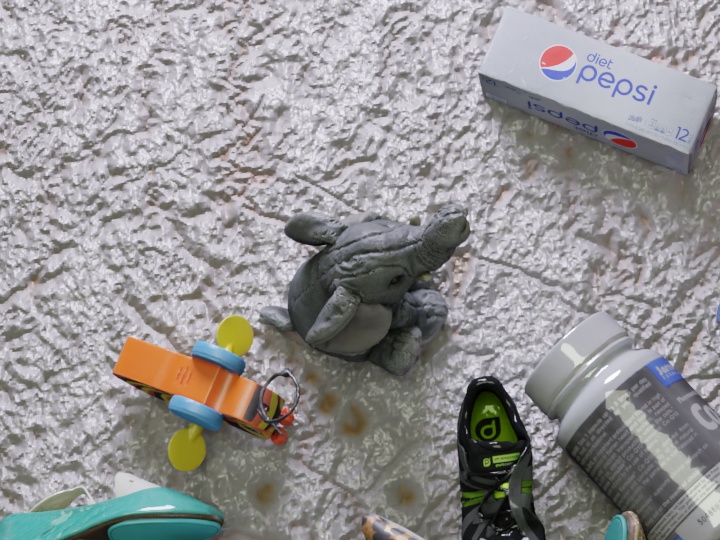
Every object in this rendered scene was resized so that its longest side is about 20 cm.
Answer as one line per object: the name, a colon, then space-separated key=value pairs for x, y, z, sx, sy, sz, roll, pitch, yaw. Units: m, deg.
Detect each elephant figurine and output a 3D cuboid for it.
elephant figurine: x=0.000 y=0.000 z=1.648 sx=0.141 sy=0.200 sz=0.155 roll=38 pitch=82 yaw=15

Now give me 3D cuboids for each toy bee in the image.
toy bee: x=-0.112 y=0.116 z=1.693 sx=0.131 sy=0.109 sz=0.200 roll=-50 pitch=49 yaw=0

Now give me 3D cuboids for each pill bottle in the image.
pill bottle: x=0.231 y=0.137 z=1.625 sx=0.114 sy=0.114 sz=0.200 roll=-41 pitch=73 yaw=-5

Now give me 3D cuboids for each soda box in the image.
soda box: x=0.205 y=-0.155 z=1.738 sx=0.198 sy=0.063 sz=0.069 roll=22 pitch=79 yaw=13

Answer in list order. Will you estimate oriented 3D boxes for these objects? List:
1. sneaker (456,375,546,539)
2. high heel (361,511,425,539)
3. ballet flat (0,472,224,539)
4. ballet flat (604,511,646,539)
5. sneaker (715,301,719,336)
sneaker: x=0.109 y=0.176 z=1.627 sx=0.070 sy=0.083 sz=0.201 roll=-10 pitch=58 yaw=4
high heel: x=0.034 y=0.293 z=1.544 sx=0.142 sy=0.072 sz=0.200 roll=-37 pitch=80 yaw=-26
ballet flat: x=-0.215 y=0.207 z=1.690 sx=0.198 sy=0.068 sz=0.071 roll=-14 pitch=59 yaw=1
ballet flat: x=0.209 y=0.290 z=1.595 sx=0.065 sy=0.071 sz=0.202 roll=13 pitch=101 yaw=-7
sneaker: x=0.344 y=0.088 z=1.624 sx=0.080 sy=0.115 sz=0.201 roll=-22 pitch=73 yaw=1
